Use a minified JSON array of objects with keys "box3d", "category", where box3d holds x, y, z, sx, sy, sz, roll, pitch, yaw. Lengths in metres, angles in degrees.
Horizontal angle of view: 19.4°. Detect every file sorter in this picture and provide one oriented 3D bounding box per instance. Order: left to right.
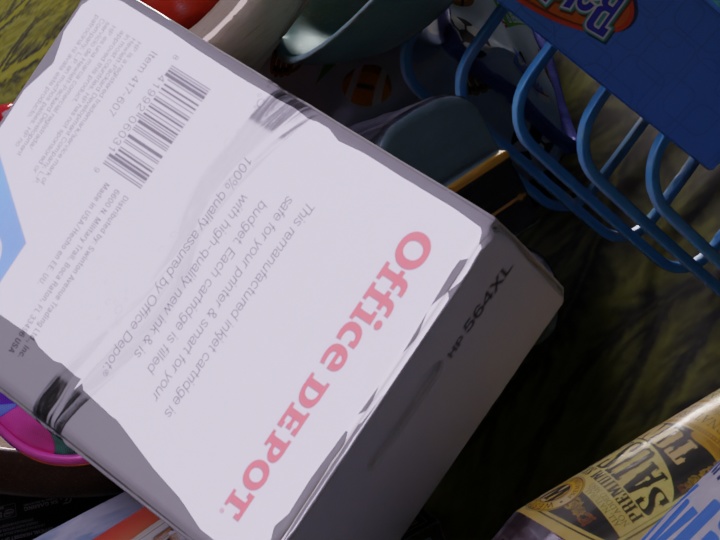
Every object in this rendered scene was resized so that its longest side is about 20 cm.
[{"box3d":[0.129,-0.073,0.836,0.123,0.139,0.200,-54,32,-2],"category":"file sorter"}]

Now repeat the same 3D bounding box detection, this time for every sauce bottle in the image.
[{"box3d":[0.085,0.099,0.710,0.199,0.066,0.066,-29,29,-15],"category":"sauce bottle"}]

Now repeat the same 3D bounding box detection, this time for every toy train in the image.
[{"box3d":[0.000,0.000,0.878,0.085,0.114,0.200,-31,8,-35],"category":"toy train"}]

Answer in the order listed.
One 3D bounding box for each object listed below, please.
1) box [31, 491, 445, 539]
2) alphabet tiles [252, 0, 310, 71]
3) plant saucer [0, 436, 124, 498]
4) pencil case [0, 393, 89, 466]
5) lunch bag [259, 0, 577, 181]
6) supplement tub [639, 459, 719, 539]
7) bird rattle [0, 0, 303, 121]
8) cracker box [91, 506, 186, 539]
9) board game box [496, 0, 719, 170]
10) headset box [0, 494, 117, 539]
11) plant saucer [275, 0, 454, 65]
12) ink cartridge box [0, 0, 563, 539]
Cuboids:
[{"box3d":[-0.077,0.137,0.871,0.199,0.038,0.136,-27,29,-17],"category":"box"},{"box3d":[-0.002,-0.183,0.955,0.200,0.008,0.167,-52,17,16],"category":"alphabet tiles"},{"box3d":[-0.139,0.065,1.004,0.200,0.199,0.035,27,120,57],"category":"plant saucer"},{"box3d":[-0.109,0.020,0.954,0.088,0.089,0.200,-38,7,16],"category":"pencil case"},{"box3d":[0.002,-0.100,1.030,0.170,0.124,0.201,-35,43,20],"category":"lunch bag"},{"box3d":[0.146,0.111,0.626,0.200,0.132,0.132,-47,32,4],"category":"supplement tub"},{"box3d":[-0.090,-0.115,0.909,0.162,0.113,0.201,-24,36,32],"category":"bird rattle"},{"box3d":[-0.034,0.169,0.741,0.134,0.058,0.200,-30,51,-20],"category":"cracker box"},{"box3d":[0.040,-0.132,0.695,0.045,0.200,0.152,-47,33,14],"category":"board game box"},{"box3d":[-0.211,0.118,1.025,0.148,0.076,0.200,-11,19,-27],"category":"headset box"},{"box3d":[0.035,-0.163,0.885,0.200,0.036,0.200,-50,19,24],"category":"plant saucer"},{"box3d":[-0.050,0.009,0.758,0.200,0.084,0.146,34,88,29],"category":"ink cartridge box"}]
